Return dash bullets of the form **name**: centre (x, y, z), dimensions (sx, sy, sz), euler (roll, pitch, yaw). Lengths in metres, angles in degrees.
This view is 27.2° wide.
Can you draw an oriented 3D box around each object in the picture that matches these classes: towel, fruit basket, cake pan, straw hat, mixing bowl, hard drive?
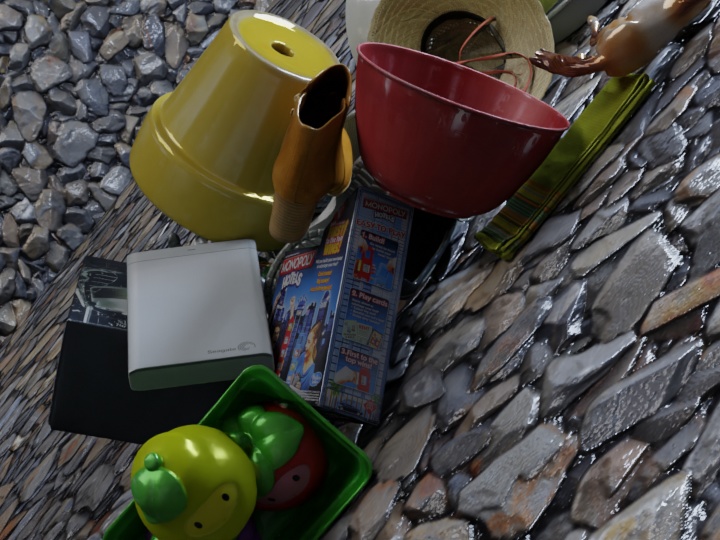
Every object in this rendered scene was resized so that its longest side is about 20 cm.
- **towel**: centre (0.175, -0.095, 1.300), dimensions (0.200, 0.018, 0.086), euler (-50, 17, 0)
- **fruit basket**: centre (-0.106, 0.182, 1.177), dimensions (0.216, 0.155, 0.216), euler (-49, 1, 2)
- **cake pan**: centre (0.231, -0.314, 1.594), dimensions (0.200, 0.037, 0.201), euler (-45, 17, 18)
- **straw hat**: centre (0.109, -0.219, 1.542), dimensions (0.201, 0.201, 0.085), euler (-48, -15, 4)
- **mixing bowl**: centre (0.074, -0.114, 1.307), dimensions (0.200, 0.198, 0.109), euler (-104, 32, -70)
- **hard drive**: centre (-0.156, 0.038, 1.416), dimensions (0.131, 0.027, 0.201), euler (-7, 34, -5)

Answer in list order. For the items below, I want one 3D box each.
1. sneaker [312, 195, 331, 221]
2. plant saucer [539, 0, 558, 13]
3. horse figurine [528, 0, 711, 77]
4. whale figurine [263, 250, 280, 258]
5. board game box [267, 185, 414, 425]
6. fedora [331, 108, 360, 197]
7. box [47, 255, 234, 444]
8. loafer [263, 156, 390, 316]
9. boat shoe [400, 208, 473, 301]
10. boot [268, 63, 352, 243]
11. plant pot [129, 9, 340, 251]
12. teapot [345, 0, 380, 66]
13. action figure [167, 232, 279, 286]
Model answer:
- **sneaker**: centre (-0.057, -0.062, 1.719), dimensions (0.073, 0.082, 0.200), euler (-42, 19, 16)
- **plant saucer**: centre (0.184, -0.319, 1.608), dimensions (0.200, 0.031, 0.200), euler (-44, 18, 18)
- **horse figurine**: centre (0.248, -0.220, 1.303), dimensions (0.199, 0.050, 0.133), euler (-35, 18, 4)
- **whale figurine**: centre (-0.071, -0.110, 1.864), dimensions (0.159, 0.103, 0.202), euler (66, -140, -80)
- **board game box**: centre (-0.022, 0.032, 1.345), dimensions (0.200, 0.061, 0.202), euler (-7, 66, 67)
- **fedora**: centre (0.016, -0.135, 1.601), dimensions (0.199, 0.091, 0.177), euler (-29, 9, 44)
- **box**: centre (-0.205, 0.087, 1.527), dimensions (0.197, 0.198, 0.125), euler (-104, 25, -69)
- **loafer**: centre (-0.019, -0.026, 1.472), dimensions (0.200, 0.075, 0.070), euler (-50, -14, 0)
- **boat shoe**: centre (0.066, -0.061, 1.409), dimensions (0.062, 0.075, 0.201), euler (-24, 32, 59)
- **boot**: centre (-0.031, -0.130, 1.363), dimensions (0.202, 0.070, 0.145), euler (-69, -1, -53)
- **plant pot**: centre (-0.114, -0.155, 1.536), dimensions (0.190, 0.199, 0.201), euler (-60, 10, 28)
- **teapot**: centre (0.086, -0.297, 1.742), dimensions (0.145, 0.197, 0.202), euler (-1, 66, 31)
- **action figure**: centre (-0.116, 0.000, 1.557), dimensions (0.199, 0.055, 0.118), euler (20, 26, 37)
